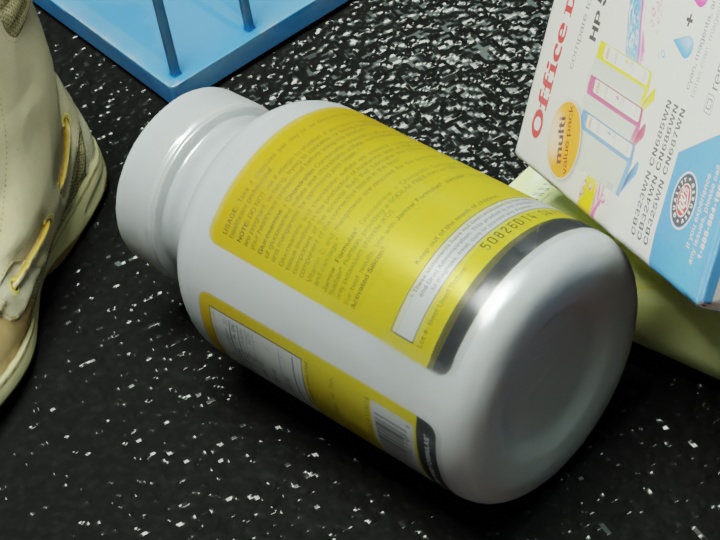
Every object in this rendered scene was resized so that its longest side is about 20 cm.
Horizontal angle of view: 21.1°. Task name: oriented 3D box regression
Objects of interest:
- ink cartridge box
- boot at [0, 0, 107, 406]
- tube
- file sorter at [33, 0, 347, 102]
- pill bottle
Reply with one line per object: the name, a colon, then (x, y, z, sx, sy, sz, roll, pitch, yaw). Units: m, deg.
ink cartridge box: (0.153, -0.070, 0.735, 0.125, 0.129, 0.200, 8, 17, -21)
boot: (-0.172, -0.038, 0.797, 0.073, 0.156, 0.200, 8, 47, 18)
tube: (0.125, 0.007, 0.777, 0.200, 0.052, 0.058, 27, 15, 38)
file sorter: (-0.066, -0.205, 0.970, 0.200, 0.123, 0.139, -35, 49, -22)
pill bottle: (0.000, 0.000, 0.758, 0.200, 0.112, 0.112, 29, 57, 32)
